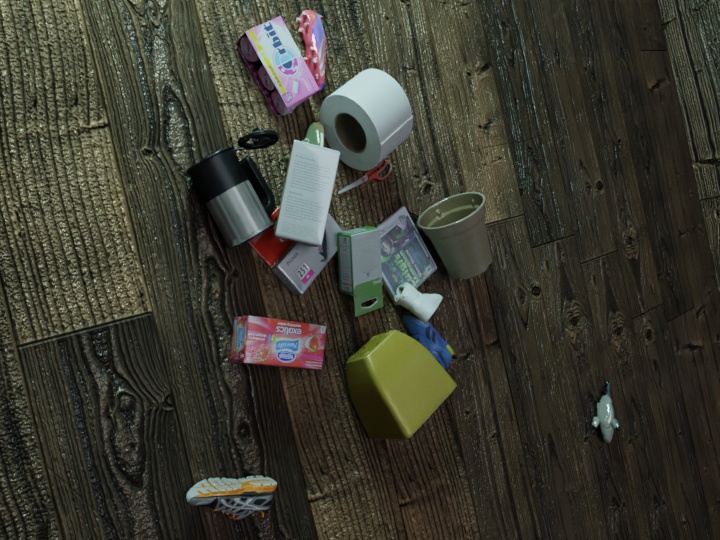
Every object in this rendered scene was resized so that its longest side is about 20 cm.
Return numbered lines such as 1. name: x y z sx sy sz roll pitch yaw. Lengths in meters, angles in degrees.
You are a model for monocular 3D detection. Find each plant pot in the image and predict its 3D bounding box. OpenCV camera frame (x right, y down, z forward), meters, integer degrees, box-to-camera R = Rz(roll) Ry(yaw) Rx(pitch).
1. plant pot: 0.279 -0.086 1.563 0.199 0.198 0.187 -39 116 -31
2. plant pot: 0.076 0.264 1.371 0.194 0.193 0.203 -35 94 -31

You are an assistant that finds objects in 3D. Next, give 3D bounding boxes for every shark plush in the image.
1. shark plush: 0.850 0.490 1.960 0.083 0.089 0.205 41 41 -44

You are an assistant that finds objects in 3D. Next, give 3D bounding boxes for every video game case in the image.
1. video game case: 0.107 -0.042 1.525 0.181 0.023 0.203 -39 106 -31

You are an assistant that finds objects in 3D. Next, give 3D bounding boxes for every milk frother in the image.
1. milk frother: -0.239 -0.179 1.203 0.179 0.198 0.192 -37 104 -35

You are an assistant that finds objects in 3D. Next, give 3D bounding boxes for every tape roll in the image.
1. tape roll: 0.014 -0.374 1.399 0.139 0.201 0.205 -44 107 -30

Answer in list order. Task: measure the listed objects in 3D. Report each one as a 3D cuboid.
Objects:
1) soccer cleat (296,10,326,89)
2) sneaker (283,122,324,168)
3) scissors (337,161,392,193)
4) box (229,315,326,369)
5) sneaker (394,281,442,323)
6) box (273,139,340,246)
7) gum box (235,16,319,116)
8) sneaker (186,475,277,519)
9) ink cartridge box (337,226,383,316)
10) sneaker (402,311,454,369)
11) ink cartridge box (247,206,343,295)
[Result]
1. soccer cleat: -0.109 -0.557 1.423 0.075 0.066 0.206 -10 87 -39
2. sneaker: -0.141 -0.273 1.359 0.087 0.067 0.207 10 73 -23
3. scissors: 0.017 -0.241 1.494 0.074 0.014 0.201 51 58 -20
4. box: -0.182 0.164 1.256 0.196 0.095 0.103 12 78 -32
5. sneaker: 0.151 0.071 1.483 0.114 0.200 0.075 37 99 7
6. box: -0.122 -0.164 1.246 0.103 0.152 0.206 11 89 -10
7. gum box: -0.195 -0.484 1.350 0.113 0.065 0.203 -39 105 -32
8. sneaker: -0.267 0.480 1.172 0.195 0.078 0.080 11 87 -31
9. ink cartridge box: 0.000 0.000 1.405 0.102 0.058 0.207 -15 108 -42
10. sneaker: 0.174 0.196 1.515 0.200 0.065 0.079 47 65 -20
11. ink cartridge box: -0.145 -0.075 1.346 0.174 0.043 0.201 50 60 -20
